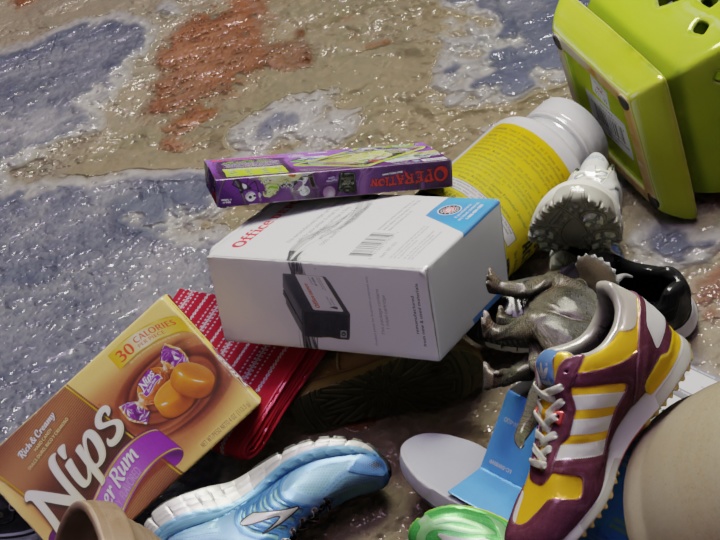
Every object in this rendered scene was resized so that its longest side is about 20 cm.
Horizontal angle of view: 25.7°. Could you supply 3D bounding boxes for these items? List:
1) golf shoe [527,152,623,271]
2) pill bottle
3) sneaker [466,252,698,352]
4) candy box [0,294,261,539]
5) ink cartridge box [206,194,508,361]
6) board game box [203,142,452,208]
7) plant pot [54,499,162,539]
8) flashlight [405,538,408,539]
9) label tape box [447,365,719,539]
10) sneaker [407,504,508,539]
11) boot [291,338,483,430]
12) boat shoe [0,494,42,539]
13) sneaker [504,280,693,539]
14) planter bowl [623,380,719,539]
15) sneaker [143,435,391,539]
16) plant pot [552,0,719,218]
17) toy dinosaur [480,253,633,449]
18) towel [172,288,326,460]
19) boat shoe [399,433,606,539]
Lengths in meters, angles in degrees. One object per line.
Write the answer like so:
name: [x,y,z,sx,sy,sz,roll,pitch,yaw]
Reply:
golf shoe: [0.184,-0.058,1.316,0.078,0.200,0.098,4,77,10]
pill bottle: [0.131,-0.068,1.413,0.111,0.111,0.200,26,56,37]
sneaker: [0.179,0.021,1.300,0.199,0.091,0.067,-2,62,7]
candy box: [-0.190,0.128,1.251,0.200,0.117,0.056,-42,2,-1]
ink cartridge box: [0.000,0.000,1.281,0.199,0.084,0.145,4,26,28]
board game box: [-0.030,-0.084,1.355,0.199,0.032,0.120,-5,17,-8]
plant pot: [-0.160,0.263,1.112,0.092,0.201,0.201,4,35,-24]
flashlight: [-0.018,0.242,1.155,0.199,0.068,0.068,-21,38,-4]
label tape box: [0.183,0.128,1.170,0.144,0.063,0.200,25,36,35]
sneaker: [0.105,0.233,1.071,0.074,0.084,0.200,-49,63,9]
boot: [0.012,0.036,1.374,0.175,0.066,0.200,-11,40,5]
boat shoe: [-0.309,0.188,1.301,0.199,0.071,0.072,-12,41,3]
sneaker: [0.142,0.102,1.083,0.200,0.090,0.075,-56,20,-16]
planter bowl: [0.292,0.148,1.039,0.200,0.135,0.201,8,61,-16]
sneaker: [-0.064,0.200,1.228,0.200,0.078,0.090,-24,60,-4]
plant pot: [0.295,-0.178,1.427,0.181,0.199,0.200,-30,43,-6]
toy dinosaur: [0.143,0.046,1.164,0.102,0.077,0.200,-2,33,16]
towel: [-0.125,0.086,1.354,0.200,0.023,0.145,10,57,43]
boat shoe: [0.101,0.190,1.178,0.069,0.057,0.200,-21,38,-36]
